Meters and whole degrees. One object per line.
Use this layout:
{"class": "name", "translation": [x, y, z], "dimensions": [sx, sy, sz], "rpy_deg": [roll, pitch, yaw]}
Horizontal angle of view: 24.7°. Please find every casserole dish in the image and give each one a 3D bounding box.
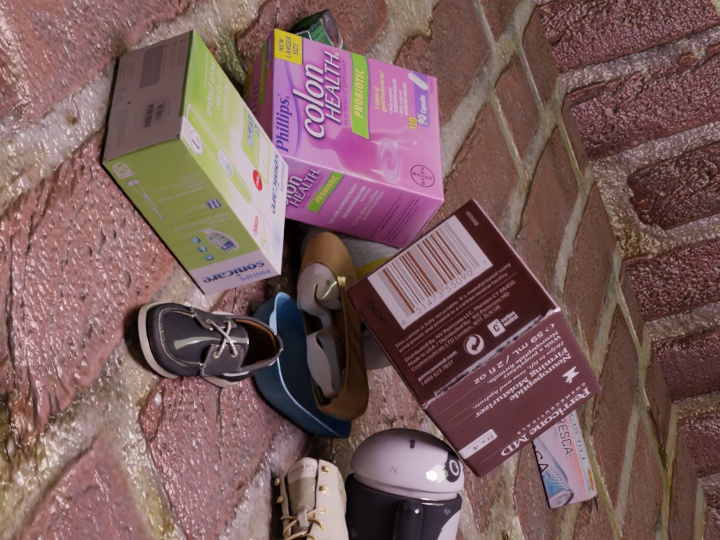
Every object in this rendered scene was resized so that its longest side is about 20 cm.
{"class": "casserole dish", "translation": [-0.063, 0.104, 1.701], "dimensions": [0.200, 0.039, 0.122], "rpy_deg": [46, 33, -55]}

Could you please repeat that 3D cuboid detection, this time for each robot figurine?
{"class": "robot figurine", "translation": [0.040, 0.262, 1.676], "dimensions": [0.124, 0.150, 0.201], "rpy_deg": [6, 96, -42]}

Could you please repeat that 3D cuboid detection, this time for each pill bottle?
{"class": "pill bottle", "translation": [0.000, 0.000, 1.814], "dimensions": [0.201, 0.112, 0.112], "rpy_deg": [64, 14, 25]}

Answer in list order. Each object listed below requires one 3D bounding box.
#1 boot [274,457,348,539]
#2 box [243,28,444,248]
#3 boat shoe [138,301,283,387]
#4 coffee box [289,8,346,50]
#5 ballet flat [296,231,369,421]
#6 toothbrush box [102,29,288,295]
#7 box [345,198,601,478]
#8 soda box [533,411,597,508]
{"class": "boot", "translation": [-0.055, 0.248, 1.556], "dimensions": [0.200, 0.072, 0.156], "rpy_deg": [56, 26, -57]}
{"class": "box", "translation": [-0.021, -0.140, 1.764], "dimensions": [0.199, 0.097, 0.177], "rpy_deg": [14, 51, -19]}
{"class": "boat shoe", "translation": [-0.137, 0.061, 1.487], "dimensions": [0.200, 0.067, 0.072], "rpy_deg": [23, 55, -64]}
{"class": "coffee box", "translation": [-0.031, -0.212, 2.030], "dimensions": [0.123, 0.044, 0.201], "rpy_deg": [-58, 129, -65]}
{"class": "ballet flat", "translation": [-0.032, 0.053, 1.676], "dimensions": [0.063, 0.068, 0.201], "rpy_deg": [10, 64, -54]}
{"class": "toothbrush box", "translation": [-0.150, -0.099, 1.547], "dimensions": [0.200, 0.086, 0.146], "rpy_deg": [58, 25, -43]}
{"class": "box", "translation": [0.116, 0.071, 1.661], "dimensions": [0.165, 0.166, 0.200], "rpy_deg": [54, 1, 34]}
{"class": "soda box", "translation": [0.308, 0.264, 2.568], "dimensions": [0.064, 0.068, 0.201], "rpy_deg": [2, 73, -70]}
